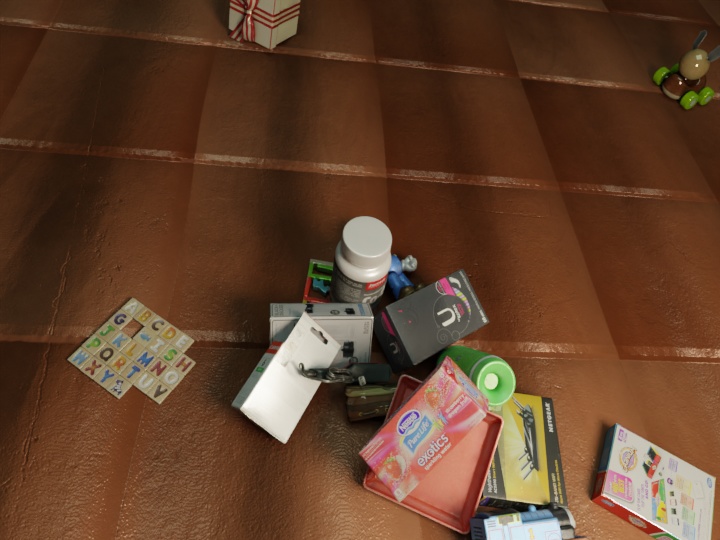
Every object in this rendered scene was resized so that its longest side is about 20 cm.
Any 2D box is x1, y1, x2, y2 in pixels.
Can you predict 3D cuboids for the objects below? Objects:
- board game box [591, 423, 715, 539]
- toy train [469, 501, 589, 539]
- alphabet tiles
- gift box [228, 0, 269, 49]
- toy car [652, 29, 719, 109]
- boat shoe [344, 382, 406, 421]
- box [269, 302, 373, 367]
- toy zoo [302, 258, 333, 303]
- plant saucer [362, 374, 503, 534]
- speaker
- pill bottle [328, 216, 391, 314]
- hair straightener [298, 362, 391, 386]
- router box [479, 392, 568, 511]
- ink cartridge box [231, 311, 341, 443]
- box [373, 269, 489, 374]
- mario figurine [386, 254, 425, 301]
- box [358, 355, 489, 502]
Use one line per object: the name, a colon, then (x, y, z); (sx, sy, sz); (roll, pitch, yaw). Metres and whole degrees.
board game box: (0.539, 0.401, 1.010); (0.196, 0.041, 0.154); (28, 54, 11)
toy train: (0.273, 0.444, 0.889); (0.193, 0.087, 0.118); (-2, 71, -11)
alphabet tiles: (-0.419, 0.159, 1.041); (0.196, 0.008, 0.168); (30, 54, 13)
gift box: (-0.306, -0.798, 1.671); (0.195, 0.188, 0.188); (24, 44, 13)
toy car: (1.099, -0.669, 1.805); (0.154, 0.203, 0.167); (-17, 57, -21)
boat shoe: (0.063, 0.247, 1.031); (0.193, 0.072, 0.070); (3, 85, -15)
box: (-0.077, 0.126, 1.050); (0.193, 0.120, 0.060); (-1, 24, -10)
toy zoo: (-0.059, 0.071, 1.161); (0.127, 0.021, 0.204); (10, 53, -3)
plant saucer: (0.126, 0.316, 0.962); (0.195, 0.037, 0.205); (21, 79, 6)
speaker: (0.204, 0.188, 1.006); (0.085, 0.200, 0.092); (0, 89, -12)
pill bottle: (0.000, 0.000, 1.084); (0.110, 0.203, 0.117); (5, 52, -6)
hair straightener: (-0.021, 0.181, 0.986); (0.196, 0.076, 0.042); (13, 80, -34)
router box: (0.284, 0.328, 1.011); (0.152, 0.053, 0.205); (8, 53, -4)
ink cartridge box: (-0.129, 0.187, 0.986); (0.109, 0.050, 0.203); (43, 64, -24)
box: (0.137, 0.101, 1.101); (0.196, 0.106, 0.125); (-24, 80, -25)
mario figurine: (0.062, -0.028, 1.196); (0.105, 0.124, 0.201); (-39, 71, -6)
box: (0.102, 0.249, 0.882); (0.103, 0.094, 0.201); (45, 103, 11)
